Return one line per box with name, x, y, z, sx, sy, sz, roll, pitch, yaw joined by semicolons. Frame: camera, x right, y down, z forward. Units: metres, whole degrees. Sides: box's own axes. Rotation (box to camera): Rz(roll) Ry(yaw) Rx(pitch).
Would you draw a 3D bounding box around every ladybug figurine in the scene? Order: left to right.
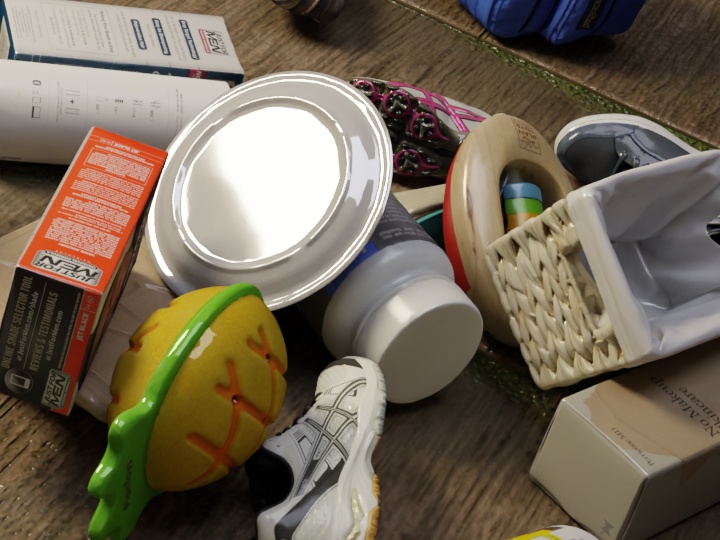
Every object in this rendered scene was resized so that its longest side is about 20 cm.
ladybug figurine;0.117;-0.029;1.471;0.135;0.072;0.202;15;61;-37

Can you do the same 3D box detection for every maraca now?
maraca;-0.115;0.090;1.183;0.106;0.138;0.200;22;47;18

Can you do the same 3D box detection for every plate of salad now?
plate of salad;-0.065;-0.055;1.352;0.198;0.048;0.202;-10;61;19

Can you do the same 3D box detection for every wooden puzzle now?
wooden puzzle;-0.190;0.033;1.321;0.185;0.047;0.200;34;32;21

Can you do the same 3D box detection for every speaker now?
speaker;-0.204;-0.123;1.495;0.198;0.082;0.081;3;37;-21

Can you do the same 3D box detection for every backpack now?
backpack;0.196;-0.320;1.885;0.199;0.163;0.168;-11;47;-37

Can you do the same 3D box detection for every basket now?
basket;0.208;0.002;1.401;0.199;0.123;0.137;-16;82;-45

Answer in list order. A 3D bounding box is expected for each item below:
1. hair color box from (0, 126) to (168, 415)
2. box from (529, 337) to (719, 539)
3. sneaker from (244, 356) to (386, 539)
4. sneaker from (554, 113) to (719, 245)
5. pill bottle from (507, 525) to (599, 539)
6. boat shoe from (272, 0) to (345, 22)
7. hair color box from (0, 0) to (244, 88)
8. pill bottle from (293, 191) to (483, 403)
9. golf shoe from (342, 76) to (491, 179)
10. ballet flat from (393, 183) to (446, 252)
hair color box;-0.187;-0.004;1.236;0.061;0.102;0.200;19;31;-3
box;0.229;0.123;1.354;0.199;0.078;0.095;-18;48;-41
sneaker;-0.032;0.121;1.239;0.087;0.076;0.201;13;34;-7
sneaker;0.265;-0.063;1.632;0.201;0.077;0.147;19;31;-1
pill bottle;0.065;0.227;1.105;0.199;0.110;0.109;-11;44;-37
boat shoe;-0.048;-0.293;1.830;0.073;0.074;0.201;37;25;-19
hair color box;-0.209;-0.179;1.588;0.198;0.061;0.100;3;37;-21
pill bottle;0.000;0.000;1.388;0.113;0.114;0.200;-9;42;-34
golf shoe;0.064;-0.118;1.631;0.199;0.073;0.092;23;19;-6
ballet flat;0.089;-0.054;1.556;0.199;0.070;0.070;-12;44;-36
